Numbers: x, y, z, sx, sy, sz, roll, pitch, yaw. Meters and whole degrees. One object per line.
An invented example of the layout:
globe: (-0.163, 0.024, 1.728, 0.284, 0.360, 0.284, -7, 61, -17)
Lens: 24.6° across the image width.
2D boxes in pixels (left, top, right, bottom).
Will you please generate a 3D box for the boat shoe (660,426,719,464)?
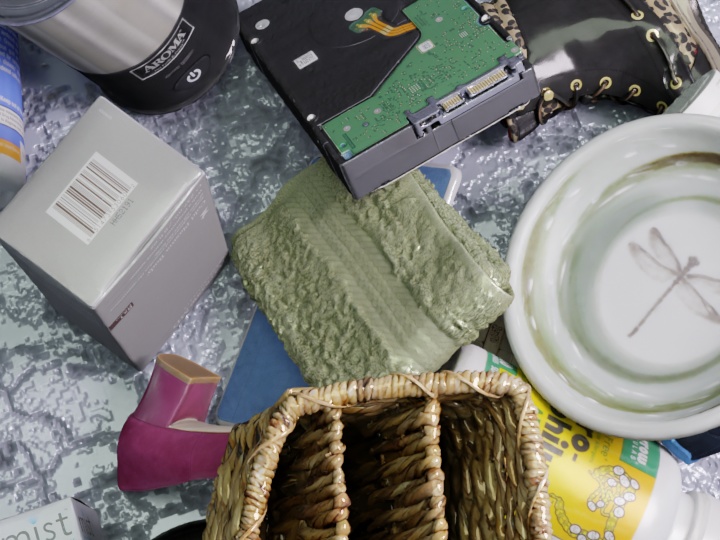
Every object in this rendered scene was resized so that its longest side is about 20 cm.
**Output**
boat shoe: (0.251, 0.041, 1.036, 0.084, 0.069, 0.200, 35, 52, -9)

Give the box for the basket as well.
basket: (0.006, 0.157, 0.852, 0.142, 0.149, 0.201, 6, 72, -30)

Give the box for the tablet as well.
tablet: (-0.015, 0.018, 1.071, 0.130, 0.014, 0.201, 8, 72, 40)

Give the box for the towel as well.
towel: (0.000, 0.000, 1.036, 0.148, 0.036, 0.200, -45, 47, 10)

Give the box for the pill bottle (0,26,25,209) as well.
pill bottle: (-0.284, -0.144, 1.100, 0.111, 0.112, 0.201, -6, 74, -1)

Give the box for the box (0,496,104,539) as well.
box: (-0.237, 0.254, 1.003, 0.199, 0.097, 0.177, -17, 78, -4)

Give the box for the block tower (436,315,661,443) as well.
block tower: (0.109, 0.056, 1.072, 0.199, 0.058, 0.054, 20, 76, 5)

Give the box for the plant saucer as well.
plant saucer: (0.183, 0.008, 0.980, 0.199, 0.050, 0.201, -11, 66, 25)

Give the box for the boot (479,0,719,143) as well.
boot: (0.167, -0.123, 1.112, 0.150, 0.073, 0.201, -21, 84, 0)

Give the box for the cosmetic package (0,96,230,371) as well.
cosmetic package: (-0.148, -0.016, 1.021, 0.090, 0.200, 0.107, 36, 81, 11)

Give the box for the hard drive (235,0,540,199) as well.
hard drive: (0.013, -0.141, 1.083, 0.139, 0.038, 0.200, -31, 43, -5)

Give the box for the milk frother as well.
milk frother: (-0.184, -0.228, 1.074, 0.199, 0.188, 0.181, 30, 89, 23)

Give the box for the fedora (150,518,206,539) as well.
fedora: (-0.052, 0.226, 0.943, 0.199, 0.092, 0.202, 8, 67, -20)

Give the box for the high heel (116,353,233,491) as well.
high heel: (-0.076, 0.134, 1.014, 0.199, 0.067, 0.096, 28, 104, 31)

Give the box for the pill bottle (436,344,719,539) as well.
pill bottle: (0.124, 0.137, 1.009, 0.199, 0.113, 0.113, 29, 77, -3)

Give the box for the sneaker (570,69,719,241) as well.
sneaker: (0.186, -0.030, 1.059, 0.082, 0.074, 0.200, 41, 114, -3)
